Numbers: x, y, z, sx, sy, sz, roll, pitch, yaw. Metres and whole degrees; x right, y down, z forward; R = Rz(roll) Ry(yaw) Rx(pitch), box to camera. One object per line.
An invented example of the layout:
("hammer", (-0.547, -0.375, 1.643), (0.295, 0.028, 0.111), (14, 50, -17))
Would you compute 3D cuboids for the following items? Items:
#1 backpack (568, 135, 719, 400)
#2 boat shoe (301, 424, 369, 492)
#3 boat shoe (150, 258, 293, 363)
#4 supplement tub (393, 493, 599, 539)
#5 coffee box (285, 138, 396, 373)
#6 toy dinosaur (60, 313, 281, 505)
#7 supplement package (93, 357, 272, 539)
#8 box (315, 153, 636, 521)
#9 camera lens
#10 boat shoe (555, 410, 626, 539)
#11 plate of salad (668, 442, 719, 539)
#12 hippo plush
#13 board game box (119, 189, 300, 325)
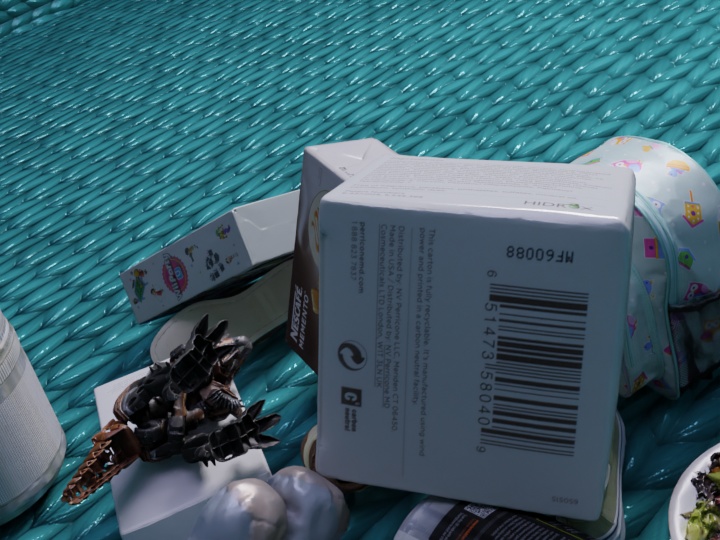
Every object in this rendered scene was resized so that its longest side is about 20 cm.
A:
("backpack", (0.226, -0.006, 0.865), (0.152, 0.202, 0.176), (-19, 29, -23))
("boat shoe", (0.049, 0.124, 0.854), (0.201, 0.075, 0.075), (-35, 16, -11))
("boat shoe", (-0.130, 0.053, 1.086), (0.199, 0.072, 0.060), (-30, -10, -4))
("supplement tub", (0.119, 0.223, 0.634), (0.199, 0.124, 0.122), (16, 42, 43))
("coffee box", (0.000, 0.000, 0.905), (0.079, 0.202, 0.114), (-12, 35, -31))
("toy dinosaur", (-0.138, 0.109, 0.751), (0.135, 0.102, 0.201), (-19, 36, 40))
("supplement package", (-0.137, 0.173, 0.833), (0.119, 0.122, 0.200), (-21, 30, -10))
("box", (0.083, 0.033, 0.703), (0.198, 0.202, 0.171), (6, 18, 16))
("camera lens", (-0.376, 0.130, 0.933), (0.158, 0.202, 0.161), (-11, 30, 7))
("boat shoe", (0.178, 0.138, 0.804), (0.071, 0.063, 0.201), (-10, 30, 10))
("plate of salad", (0.317, 0.169, 0.705), (0.198, 0.048, 0.201), (-12, 31, 7))
("hippo plush", (-0.055, 0.235, 0.641), (0.199, 0.160, 0.161), (-15, 55, -39))
("board game box", (-0.140, -0.017, 1.082), (0.199, 0.065, 0.147), (-24, -2, 40))
